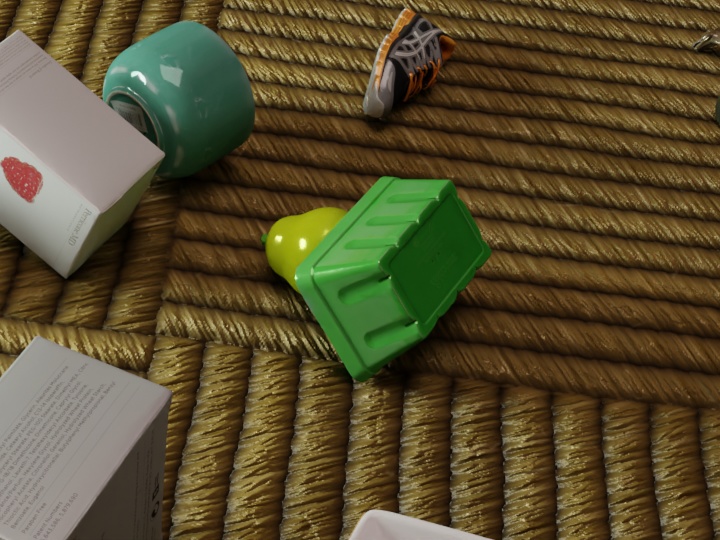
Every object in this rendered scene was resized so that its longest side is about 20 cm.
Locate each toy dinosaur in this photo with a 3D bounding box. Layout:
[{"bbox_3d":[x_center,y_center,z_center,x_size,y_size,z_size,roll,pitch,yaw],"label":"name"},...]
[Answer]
[{"bbox_3d":[0.527,-0.277,2.104,0.198,0.059,0.102,10,40,0],"label":"toy dinosaur"}]

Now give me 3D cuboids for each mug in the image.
[{"bbox_3d":[-0.211,-0.170,1.790,0.114,0.185,0.152,-35,82,-36],"label":"mug"}]

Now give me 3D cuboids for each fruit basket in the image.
[{"bbox_3d":[0.000,0.000,1.658,0.214,0.156,0.216,-29,16,9],"label":"fruit basket"}]

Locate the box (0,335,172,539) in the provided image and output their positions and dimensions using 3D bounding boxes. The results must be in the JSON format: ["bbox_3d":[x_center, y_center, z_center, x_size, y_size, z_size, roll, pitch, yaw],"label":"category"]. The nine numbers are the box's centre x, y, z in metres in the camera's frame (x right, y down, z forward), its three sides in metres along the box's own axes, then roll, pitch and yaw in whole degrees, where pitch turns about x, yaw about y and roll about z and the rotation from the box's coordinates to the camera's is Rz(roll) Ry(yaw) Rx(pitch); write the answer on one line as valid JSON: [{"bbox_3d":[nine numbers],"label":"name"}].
[{"bbox_3d":[-0.252,0.200,1.308,0.130,0.200,0.200,21,42,12],"label":"box"}]

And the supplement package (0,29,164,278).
[{"bbox_3d":[-0.322,-0.117,1.666,0.200,0.121,0.120,39,45,1],"label":"supplement package"}]

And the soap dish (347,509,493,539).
[{"bbox_3d":[0.065,0.288,1.341,0.198,0.082,0.158,13,40,18],"label":"soap dish"}]

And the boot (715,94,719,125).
[{"bbox_3d":[0.554,-0.178,1.992,0.198,0.067,0.176,-9,45,-22],"label":"boot"}]

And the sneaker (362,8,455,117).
[{"bbox_3d":[0.058,-0.243,1.965,0.077,0.079,0.201,24,43,3],"label":"sneaker"}]
